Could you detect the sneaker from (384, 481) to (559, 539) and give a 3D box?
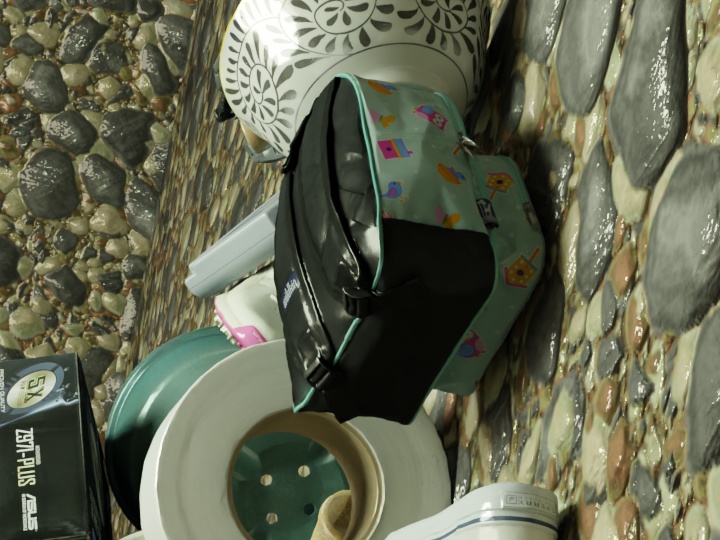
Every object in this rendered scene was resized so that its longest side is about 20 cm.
[{"bbox_3d":[0.054,0.183,1.073,0.200,0.073,0.071,124,157,-60],"label":"sneaker"}]

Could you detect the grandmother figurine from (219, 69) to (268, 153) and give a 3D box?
[{"bbox_3d":[0.001,-0.153,1.401,0.121,0.200,0.061,63,-163,-10],"label":"grandmother figurine"}]

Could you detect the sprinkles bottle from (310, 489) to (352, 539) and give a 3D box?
[{"bbox_3d":[-0.024,0.252,1.365,0.068,0.068,0.200,-96,21,-52],"label":"sprinkles bottle"}]

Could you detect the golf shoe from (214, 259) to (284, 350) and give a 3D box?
[{"bbox_3d":[-0.061,0.022,1.445,0.092,0.075,0.200,-40,9,7],"label":"golf shoe"}]

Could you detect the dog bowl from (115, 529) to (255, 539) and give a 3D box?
[{"bbox_3d":[-0.130,0.280,1.309,0.074,0.200,0.200,72,-167,-48],"label":"dog bowl"}]

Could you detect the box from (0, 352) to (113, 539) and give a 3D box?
[{"bbox_3d":[-0.244,0.189,1.450,0.200,0.086,0.164,89,173,-53],"label":"box"}]

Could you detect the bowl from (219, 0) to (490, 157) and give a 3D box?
[{"bbox_3d":[0.009,-0.128,1.294,0.094,0.201,0.201,-111,32,-41],"label":"bowl"}]

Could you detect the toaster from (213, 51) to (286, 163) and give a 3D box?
[{"bbox_3d":[-0.034,-0.165,1.546,0.114,0.129,0.200,66,156,5],"label":"toaster"}]

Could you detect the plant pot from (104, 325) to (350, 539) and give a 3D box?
[{"bbox_3d":[-0.085,0.157,1.469,0.196,0.200,0.200,-159,80,-69],"label":"plant pot"}]

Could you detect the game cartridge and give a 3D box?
[{"bbox_3d":[-0.049,-0.055,1.519,0.133,0.042,0.200,-27,10,39],"label":"game cartridge"}]

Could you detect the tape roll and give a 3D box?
[{"bbox_3d":[-0.045,0.150,1.239,0.071,0.202,0.202,136,143,-68],"label":"tape roll"}]

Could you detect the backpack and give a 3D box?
[{"bbox_3d":[0.022,-0.022,1.191,0.176,0.153,0.200,114,148,-42],"label":"backpack"}]
